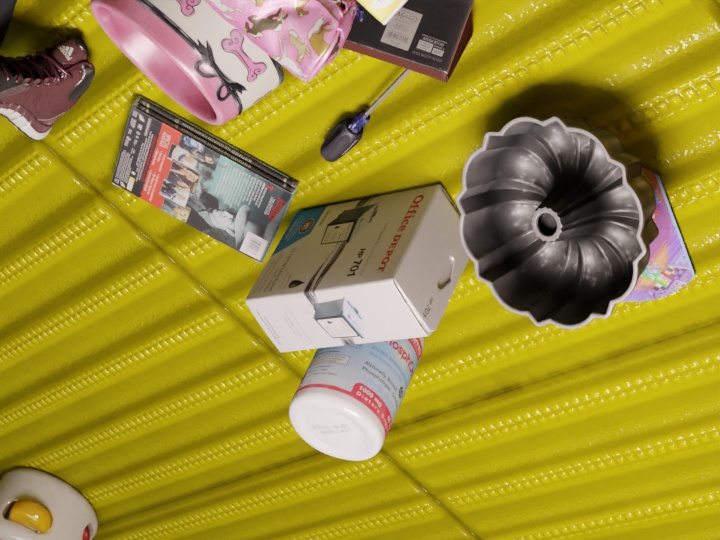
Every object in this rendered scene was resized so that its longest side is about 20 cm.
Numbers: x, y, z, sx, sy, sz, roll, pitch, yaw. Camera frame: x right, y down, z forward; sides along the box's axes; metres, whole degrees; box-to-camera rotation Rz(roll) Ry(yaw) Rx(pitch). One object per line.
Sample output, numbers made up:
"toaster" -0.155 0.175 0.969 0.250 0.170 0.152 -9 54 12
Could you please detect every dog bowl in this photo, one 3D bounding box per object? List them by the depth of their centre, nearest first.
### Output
"dog bowl" -0.168 -0.218 1.335 0.200 0.074 0.200 39 171 7

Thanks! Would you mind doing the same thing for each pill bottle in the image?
"pill bottle" 0.006 0.099 1.564 0.108 0.201 0.109 16 142 13

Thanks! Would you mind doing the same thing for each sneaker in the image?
"sneaker" -0.343 -0.213 1.476 0.076 0.115 0.200 54 -176 16

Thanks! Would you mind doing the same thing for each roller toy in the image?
"roller toy" -0.528 0.425 2.316 0.198 0.141 0.183 -12 129 39

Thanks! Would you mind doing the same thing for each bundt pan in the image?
"bundt pan" 0.192 -0.052 1.336 0.200 0.075 0.204 15 115 35

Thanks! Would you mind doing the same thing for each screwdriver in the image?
"screwdriver" 0.016 -0.160 1.404 0.029 0.028 0.200 10 151 -31

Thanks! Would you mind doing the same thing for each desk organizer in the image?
"desk organizer" -0.001 -0.225 1.281 0.198 0.072 0.077 19 170 11

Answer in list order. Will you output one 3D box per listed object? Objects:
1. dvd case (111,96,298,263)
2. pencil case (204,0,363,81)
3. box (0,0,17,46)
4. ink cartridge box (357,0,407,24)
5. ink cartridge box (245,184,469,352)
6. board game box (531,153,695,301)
"dvd case" -0.176 -0.098 1.595 0.198 0.022 0.146 29 143 0
"pencil case" -0.094 -0.248 1.194 0.199 0.083 0.087 38 101 -2
"box" -0.437 -0.285 1.488 0.140 0.079 0.200 35 142 -6
"ink cartridge box" 0.012 -0.333 1.128 0.199 0.047 0.198 38 116 -17
"ink cartridge box" 0.000 0.000 1.499 0.198 0.147 0.086 -10 128 38
"board game box" 0.235 -0.026 1.413 0.156 0.039 0.201 -2 133 33
